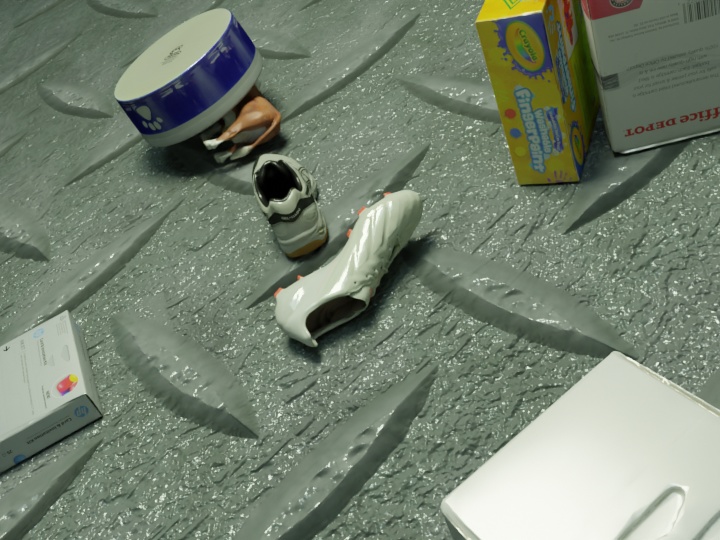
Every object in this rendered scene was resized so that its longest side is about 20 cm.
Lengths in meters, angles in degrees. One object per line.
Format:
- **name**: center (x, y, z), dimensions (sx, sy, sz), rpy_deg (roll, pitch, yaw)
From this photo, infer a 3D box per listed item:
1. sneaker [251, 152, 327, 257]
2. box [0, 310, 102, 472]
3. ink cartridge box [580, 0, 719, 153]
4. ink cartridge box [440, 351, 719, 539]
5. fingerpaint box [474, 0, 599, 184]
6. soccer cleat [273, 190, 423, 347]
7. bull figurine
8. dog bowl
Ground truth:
- **sneaker**: center (-0.091, -0.104, 1.053), dimensions (0.075, 0.088, 0.201), rpy_deg (-28, 37, -3)
- **box**: center (-0.384, 0.144, 0.959), dimensions (0.198, 0.041, 0.156), rpy_deg (-30, 39, -6)
- **ink cartridge box**: center (0.306, -0.238, 0.912), dimensions (0.144, 0.202, 0.083), rpy_deg (-12, 36, 14)
- **ink cartridge box**: center (0.161, 0.183, 0.507), dimensions (0.147, 0.202, 0.144), rpy_deg (-37, 40, -17)
- **fingerpaint box**: center (0.194, -0.223, 0.951), dimensions (0.072, 0.201, 0.168), rpy_deg (-1, 44, 27)
- **soccer cleat**: center (0.000, 0.000, 0.911), dimensions (0.200, 0.070, 0.077), rpy_deg (-43, 47, -11)
- **bull figurine**: center (-0.174, -0.219, 1.245), dimensions (0.121, 0.065, 0.200), rpy_deg (-36, 34, -3)
- **dog bowl**: center (-0.235, -0.265, 1.225), dimensions (0.198, 0.079, 0.202), rpy_deg (-23, 36, 18)
